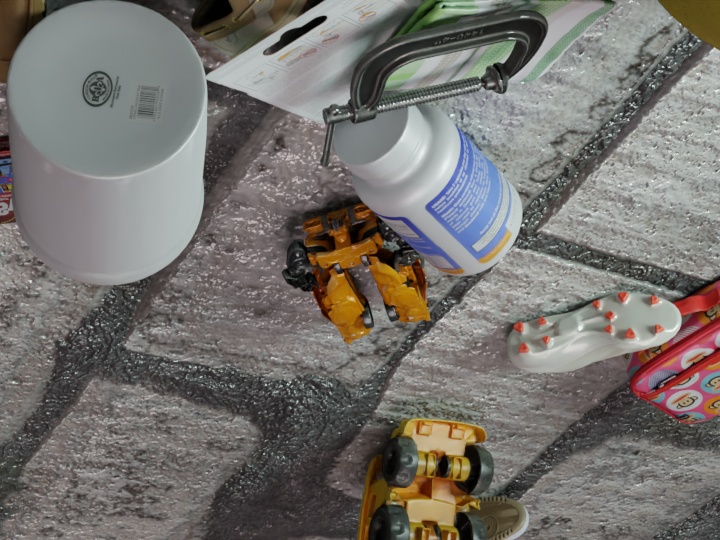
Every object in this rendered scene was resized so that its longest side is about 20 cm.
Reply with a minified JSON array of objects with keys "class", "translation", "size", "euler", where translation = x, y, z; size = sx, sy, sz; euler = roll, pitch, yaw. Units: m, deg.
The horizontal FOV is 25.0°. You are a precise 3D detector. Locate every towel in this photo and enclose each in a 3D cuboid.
[{"class":"towel","translation":[0.109,-0.195,1.385],"size":[0.198,0.031,0.149],"euler":[-11,158,-35]}]

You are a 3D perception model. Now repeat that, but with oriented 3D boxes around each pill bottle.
[{"class":"pill bottle","translation":[0.061,-0.086,1.517],"size":[0.111,0.113,0.200],"euler":[-26,141,20]}]

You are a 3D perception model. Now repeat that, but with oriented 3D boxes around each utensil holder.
[{"class":"utensil holder","translation":[-0.209,-0.104,1.337],"size":[0.168,0.172,0.200],"euler":[-4,158,-9]}]

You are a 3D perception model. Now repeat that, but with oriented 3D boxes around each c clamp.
[{"class":"c clamp","translation":[0.060,-0.162,1.363],"size":[0.198,0.027,0.171],"euler":[-16,157,-9]}]

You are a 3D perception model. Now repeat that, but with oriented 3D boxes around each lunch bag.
[{"class":"lunch bag","translation":[0.403,0.083,1.864],"size":[0.199,0.083,0.175],"euler":[-36,133,28]}]

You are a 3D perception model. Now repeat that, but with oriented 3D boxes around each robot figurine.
[{"class":"robot figurine","translation":[0.000,0.000,1.662],"size":[0.143,0.059,0.201],"euler":[-16,144,7]}]

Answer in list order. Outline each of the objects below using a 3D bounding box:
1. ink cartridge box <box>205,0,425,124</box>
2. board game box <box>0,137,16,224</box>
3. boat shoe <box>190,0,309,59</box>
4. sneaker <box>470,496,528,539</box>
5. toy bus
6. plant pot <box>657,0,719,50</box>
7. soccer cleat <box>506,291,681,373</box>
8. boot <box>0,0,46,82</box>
[{"class":"ink cartridge box","translation":[-0.022,-0.195,1.349],"size":[0.162,0.058,0.199],"euler":[-29,158,22]},{"class":"board game box","translation":[-0.321,-0.083,1.503],"size":[0.198,0.020,0.103],"euler":[-8,145,-4]},{"class":"boat shoe","translation":[-0.081,-0.230,1.299],"size":[0.066,0.075,0.200],"euler":[20,148,-18]},{"class":"sneaker","translation":[0.159,0.369,2.182],"size":[0.199,0.071,0.108],"euler":[-24,137,29]},{"class":"toy bus","translation":[0.061,0.280,1.988],"size":[0.134,0.202,0.192],"euler":[9,175,-24]},{"class":"plant pot","translation":[0.341,-0.261,1.281],"size":[0.194,0.202,0.194],"euler":[14,137,-29]},{"class":"soccer cleat","translation":[0.263,0.073,1.825],"size":[0.198,0.070,0.078],"euler":[-11,149,13]},{"class":"boot","translation":[-0.352,-0.208,1.289],"size":[0.198,0.067,0.176],"euler":[3,141,-16]}]
